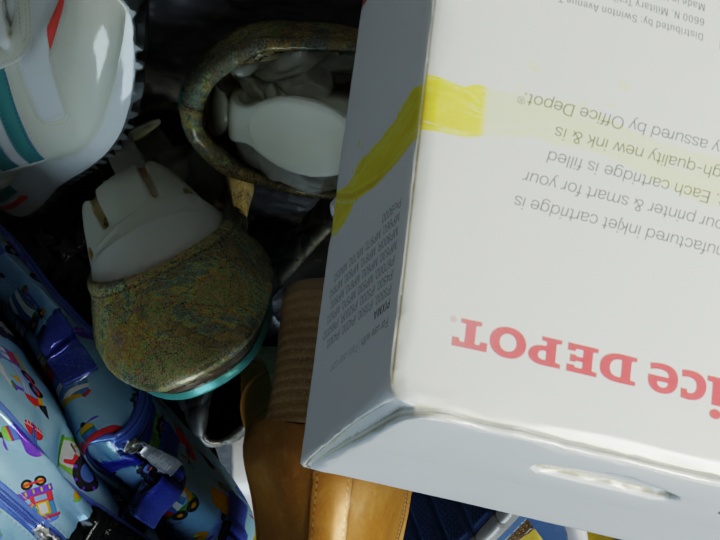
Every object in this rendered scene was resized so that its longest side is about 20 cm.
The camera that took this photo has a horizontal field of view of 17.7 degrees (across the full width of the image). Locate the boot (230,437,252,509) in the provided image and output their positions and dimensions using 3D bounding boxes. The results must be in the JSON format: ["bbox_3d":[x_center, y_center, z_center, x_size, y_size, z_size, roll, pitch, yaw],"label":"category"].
[{"bbox_3d":[-0.009,0.072,1.088,0.090,0.073,0.200,-1,-174,4],"label":"boot"}]

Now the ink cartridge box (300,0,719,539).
[{"bbox_3d":[0.071,-0.028,0.686,0.145,0.200,0.083,14,157,-16],"label":"ink cartridge box"}]

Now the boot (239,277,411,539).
[{"bbox_3d":[-0.015,0.095,0.821,0.071,0.144,0.201,4,165,2],"label":"boot"}]

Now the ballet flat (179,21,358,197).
[{"bbox_3d":[0.032,-0.046,0.785,0.200,0.071,0.071,9,159,16],"label":"ballet flat"}]

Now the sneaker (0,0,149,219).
[{"bbox_3d":[-0.137,-0.071,0.816,0.093,0.070,0.200,9,162,-21],"label":"sneaker"}]

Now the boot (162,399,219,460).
[{"bbox_3d":[-0.101,0.065,1.084,0.068,0.200,0.131,-21,132,-13],"label":"boot"}]

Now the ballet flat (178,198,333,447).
[{"bbox_3d":[0.000,0.000,0.904,0.066,0.057,0.200,24,127,-34],"label":"ballet flat"}]

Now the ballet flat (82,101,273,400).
[{"bbox_3d":[-0.072,-0.015,0.832,0.071,0.071,0.200,10,-162,-7],"label":"ballet flat"}]

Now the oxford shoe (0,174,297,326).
[{"bbox_3d":[-0.081,0.012,1.005,0.200,0.073,0.084,14,159,-17],"label":"oxford shoe"}]

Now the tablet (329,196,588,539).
[{"bbox_3d":[0.042,0.047,0.826,0.014,0.130,0.200,-37,164,-4],"label":"tablet"}]

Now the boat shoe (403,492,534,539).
[{"bbox_3d":[0.082,0.074,0.968,0.072,0.072,0.200,14,135,-38],"label":"boat shoe"}]

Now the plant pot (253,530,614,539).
[{"bbox_3d":[0.062,0.189,1.213,0.176,0.200,0.200,-25,161,30],"label":"plant pot"}]

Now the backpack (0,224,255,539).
[{"bbox_3d":[-0.154,0.056,0.841,0.183,0.135,0.200,42,172,42],"label":"backpack"}]

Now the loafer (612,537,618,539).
[{"bbox_3d":[0.101,0.061,0.868,0.072,0.073,0.200,28,166,21],"label":"loafer"}]
